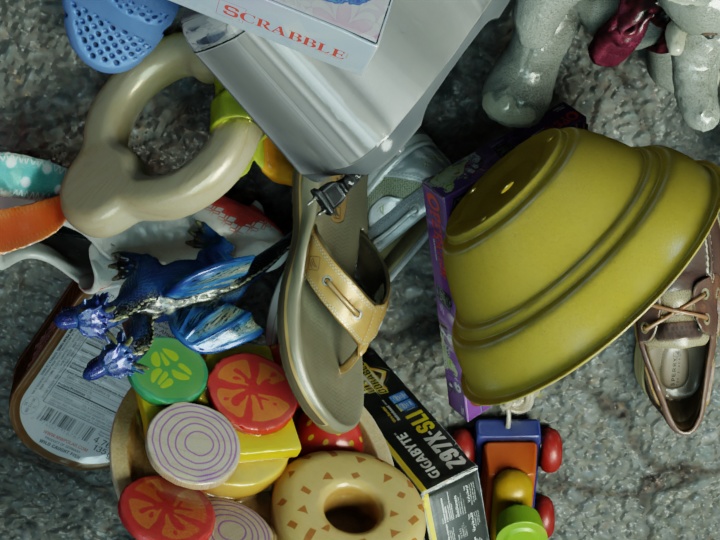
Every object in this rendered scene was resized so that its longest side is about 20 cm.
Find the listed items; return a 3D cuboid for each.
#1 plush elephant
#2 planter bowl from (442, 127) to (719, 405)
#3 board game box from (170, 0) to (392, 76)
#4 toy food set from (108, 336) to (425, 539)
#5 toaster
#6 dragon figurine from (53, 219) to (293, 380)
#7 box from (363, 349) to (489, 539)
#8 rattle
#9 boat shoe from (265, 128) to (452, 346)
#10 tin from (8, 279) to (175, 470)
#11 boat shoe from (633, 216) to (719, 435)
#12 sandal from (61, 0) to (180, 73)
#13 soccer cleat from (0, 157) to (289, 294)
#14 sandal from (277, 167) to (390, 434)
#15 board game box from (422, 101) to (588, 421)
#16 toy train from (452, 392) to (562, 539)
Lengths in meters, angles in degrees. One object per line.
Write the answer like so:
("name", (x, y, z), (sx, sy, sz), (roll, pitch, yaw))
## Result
("plush elephant", (0.182, -0.155, 0.862), (0.163, 0.155, 0.202), (-4, 120, -21))
("planter bowl", (0.108, -0.023, 0.880), (0.200, 0.201, 0.084), (-38, 105, 22))
("board game box", (-0.058, -0.228, 0.784), (0.198, 0.201, 0.041), (21, 159, -6))
("toy food set", (-0.065, 0.123, 0.954), (0.196, 0.201, 0.049), (-2, 142, -26))
("toaster", (-0.013, -0.145, 0.865), (0.129, 0.113, 0.201), (44, 69, -21))
("dragon figurine", (-0.096, 0.014, 0.935), (0.198, 0.099, 0.060), (-15, 115, -20))
("box", (0.040, 0.180, 1.098), (0.049, 0.160, 0.202), (-22, 127, -15))
("rattle", (-0.129, -0.057, 0.971), (0.199, 0.131, 0.143), (-39, 162, 8))
("boat shoe", (0.001, -0.001, 1.015), (0.074, 0.065, 0.203), (-3, 133, -54))
("tin", (-0.178, 0.067, 1.089), (0.111, 0.042, 0.200), (25, 120, -23))
("boat shoe", (0.223, 0.029, 1.053), (0.071, 0.072, 0.202), (-4, 125, 1))
("sandal", (-0.125, -0.197, 0.877), (0.079, 0.088, 0.201), (17, 124, -16))
("soccer cleat", (-0.146, -0.017, 0.996), (0.198, 0.086, 0.069), (12, 137, -8))
("sandal", (-0.008, 0.002, 0.939), (0.053, 0.080, 0.203), (4, 90, 33))
("board game box", (0.103, -0.002, 1.008), (0.119, 0.032, 0.201), (-27, 134, -19))
("toy train", (0.113, 0.159, 1.113), (0.084, 0.116, 0.202), (-1, 125, -2))
